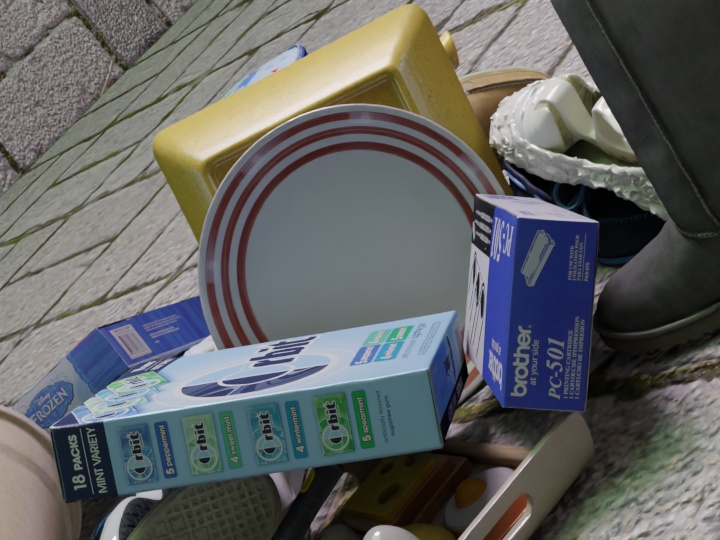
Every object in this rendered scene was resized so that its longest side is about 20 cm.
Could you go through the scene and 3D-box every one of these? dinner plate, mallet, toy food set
[{"bbox_3d":[0.000,0.000,0.998,0.200,0.201,0.024,-37,3,8],"label":"dinner plate"},{"bbox_3d":[-0.069,0.184,0.857,0.201,0.041,0.066,-61,18,-6],"label":"mallet"},{"bbox_3d":[0.020,0.126,0.863,0.144,0.061,0.199,-47,19,-21],"label":"toy food set"}]

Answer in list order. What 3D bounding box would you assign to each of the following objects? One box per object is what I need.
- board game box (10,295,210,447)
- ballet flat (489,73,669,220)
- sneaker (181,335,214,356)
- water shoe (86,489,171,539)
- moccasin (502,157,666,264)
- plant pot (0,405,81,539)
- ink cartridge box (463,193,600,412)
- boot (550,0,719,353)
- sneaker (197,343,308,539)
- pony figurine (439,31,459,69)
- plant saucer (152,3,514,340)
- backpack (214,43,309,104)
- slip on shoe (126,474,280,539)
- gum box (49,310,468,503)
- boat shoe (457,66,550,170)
[{"bbox_3d":[-0.209,0.105,1.264,0.199,0.043,0.200,-43,-8,18],"label":"board game box"},{"bbox_3d":[0.142,-0.083,0.948,0.072,0.072,0.199,-45,41,-19],"label":"ballet flat"},{"bbox_3d":[-0.081,0.079,1.176,0.115,0.075,0.200,-41,12,-1],"label":"sneaker"},{"bbox_3d":[-0.141,0.186,1.039,0.079,0.072,0.200,-45,2,6],"label":"water shoe"},{"bbox_3d":[0.143,-0.049,1.024,0.081,0.068,0.200,-46,18,-19],"label":"moccasin"},{"bbox_3d":[-0.273,0.214,1.082,0.200,0.201,0.184,-39,28,1],"label":"plant pot"},{"bbox_3d":[0.088,0.012,0.880,0.044,0.095,0.200,4,5,-3],"label":"ink cartridge box"},{"bbox_3d":[0.147,-0.065,0.831,0.181,0.200,0.073,-24,22,40],"label":"boot"},{"bbox_3d":[-0.089,0.121,1.016,0.073,0.116,0.200,-34,20,12],"label":"sneaker"},{"bbox_3d":[0.002,-0.056,1.192,0.198,0.195,0.167,-21,20,-5],"label":"pony figurine"},{"bbox_3d":[-0.008,-0.037,1.031,0.199,0.201,0.048,-26,4,6],"label":"plant saucer"},{"bbox_3d":[-0.055,-0.110,1.462,0.199,0.147,0.184,-29,22,24],"label":"backpack"},{"bbox_3d":[-0.107,0.183,0.910,0.201,0.074,0.061,-59,4,19],"label":"slip on shoe"},{"bbox_3d":[-0.047,0.071,0.895,0.198,0.045,0.170,-10,7,10],"label":"gum box"},{"bbox_3d":[0.053,-0.082,1.097,0.199,0.072,0.076,-26,7,-12],"label":"boat shoe"}]
